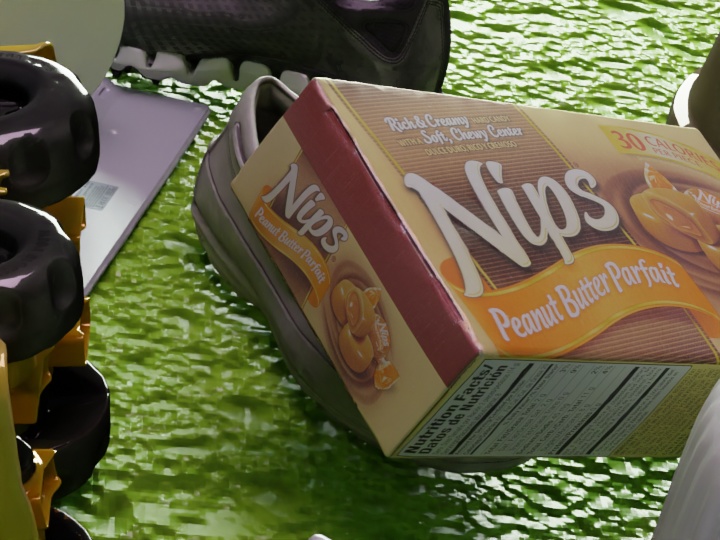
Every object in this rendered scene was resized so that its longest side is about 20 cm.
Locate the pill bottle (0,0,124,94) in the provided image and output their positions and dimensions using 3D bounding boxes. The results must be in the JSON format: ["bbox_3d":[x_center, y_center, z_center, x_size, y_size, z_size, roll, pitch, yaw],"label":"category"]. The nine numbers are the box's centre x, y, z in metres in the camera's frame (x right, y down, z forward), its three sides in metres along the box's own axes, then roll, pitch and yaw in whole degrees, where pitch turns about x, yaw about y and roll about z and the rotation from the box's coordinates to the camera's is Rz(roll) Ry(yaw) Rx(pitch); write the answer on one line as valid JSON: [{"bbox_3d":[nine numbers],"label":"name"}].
[{"bbox_3d":[-0.189,-0.131,1.126,0.112,0.113,0.200,-18,38,-41],"label":"pill bottle"}]

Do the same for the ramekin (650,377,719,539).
[{"bbox_3d":[0.181,0.094,0.831,0.199,0.105,0.200,8,28,-4],"label":"ramekin"}]

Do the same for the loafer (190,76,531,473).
[{"bbox_3d":[0.000,0.000,0.983,0.070,0.070,0.200,-8,34,-33],"label":"loafer"}]

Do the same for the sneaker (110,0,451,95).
[{"bbox_3d":[-0.050,-0.117,1.158,0.199,0.091,0.066,17,19,12],"label":"sneaker"}]

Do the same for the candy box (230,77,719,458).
[{"bbox_3d":[0.065,0.002,0.928,0.200,0.055,0.116,3,46,-45],"label":"candy box"}]

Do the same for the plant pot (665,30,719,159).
[{"bbox_3d":[0.229,-0.092,1.117,0.199,0.174,0.200,7,27,-4],"label":"plant pot"}]

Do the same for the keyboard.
[{"bbox_3d":[-0.110,-0.029,1.074,0.056,0.011,0.200,18,29,5],"label":"keyboard"}]

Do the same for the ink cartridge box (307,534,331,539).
[{"bbox_3d":[0.094,0.137,0.672,0.199,0.044,0.198,21,-11,25],"label":"ink cartridge box"}]

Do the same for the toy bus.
[{"bbox_3d":[-0.171,0.024,0.832,0.191,0.136,0.200,0,31,-4],"label":"toy bus"}]
